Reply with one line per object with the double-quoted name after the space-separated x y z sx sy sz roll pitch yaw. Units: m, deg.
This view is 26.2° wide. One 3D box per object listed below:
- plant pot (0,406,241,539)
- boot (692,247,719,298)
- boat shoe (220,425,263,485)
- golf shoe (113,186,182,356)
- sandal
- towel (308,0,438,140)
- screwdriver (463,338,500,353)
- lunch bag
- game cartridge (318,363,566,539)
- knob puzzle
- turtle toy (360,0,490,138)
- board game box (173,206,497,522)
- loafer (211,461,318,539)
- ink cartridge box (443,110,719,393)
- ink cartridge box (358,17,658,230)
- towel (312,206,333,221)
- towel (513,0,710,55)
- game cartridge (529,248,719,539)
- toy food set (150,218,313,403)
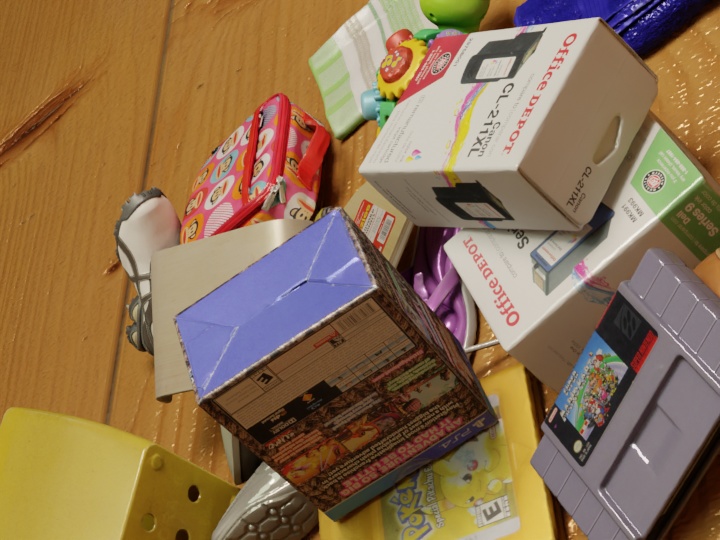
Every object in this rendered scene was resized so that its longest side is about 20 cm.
-0.220 0.246 1.407 0.176 0.200 0.200 -9 57 39 "plant pot"
0.267 0.069 1.064 0.155 0.077 0.200 -44 44 25 "boot"
-0.095 0.130 1.383 0.060 0.202 0.072 -11 56 -9 "boat shoe"
-0.197 0.010 1.596 0.078 0.200 0.094 -27 41 -30 "golf shoe"
0.059 0.014 1.369 0.082 0.050 0.203 -25 46 37 "sandal"
0.027 -0.245 1.619 0.200 0.031 0.149 -41 38 21 "towel"
0.070 0.071 1.297 0.200 0.029 0.028 -20 63 24 "screwdriver"
-0.099 -0.086 1.584 0.176 0.082 0.200 -39 27 26 "lunch bag"
0.057 0.179 1.224 0.200 0.032 0.176 -22 46 18 "game cartridge"
0.000 0.000 1.448 0.220 0.030 0.220 -53 25 39 "knob puzzle"
0.073 -0.192 1.464 0.146 0.101 0.200 11 72 52 "turtle toy"
-0.017 0.077 1.194 0.159 0.200 0.097 -33 44 9 "board game box"
-0.055 0.181 1.366 0.200 0.070 0.070 -41 33 8 "loafer"
0.182 -0.024 1.214 0.200 0.088 0.145 -43 38 14 "ink cartridge box"
0.114 -0.113 1.219 0.200 0.083 0.146 3 59 55 "ink cartridge box"
-0.082 0.038 1.509 0.200 0.023 0.144 -45 30 32 "towel"
0.223 -0.245 1.373 0.200 0.050 0.148 -36 42 27 "towel"
0.197 0.099 1.087 0.130 0.038 0.200 49 125 40 "game cartridge"
-0.119 0.041 1.465 0.200 0.060 0.144 -14 72 35 "toy food set"
